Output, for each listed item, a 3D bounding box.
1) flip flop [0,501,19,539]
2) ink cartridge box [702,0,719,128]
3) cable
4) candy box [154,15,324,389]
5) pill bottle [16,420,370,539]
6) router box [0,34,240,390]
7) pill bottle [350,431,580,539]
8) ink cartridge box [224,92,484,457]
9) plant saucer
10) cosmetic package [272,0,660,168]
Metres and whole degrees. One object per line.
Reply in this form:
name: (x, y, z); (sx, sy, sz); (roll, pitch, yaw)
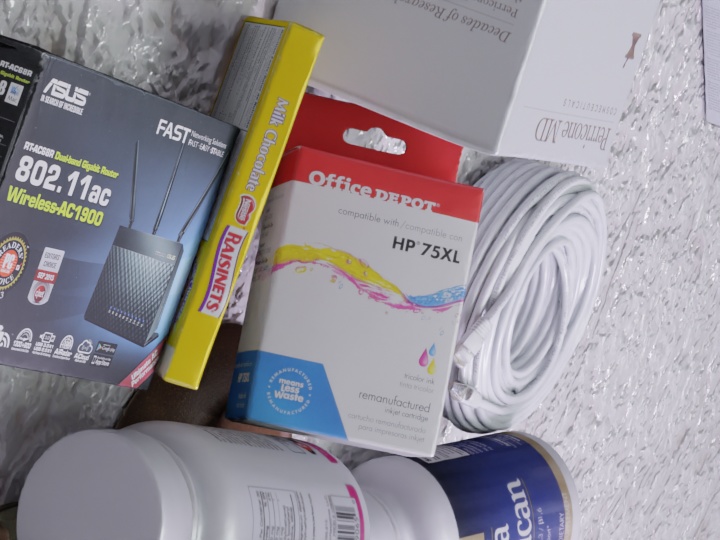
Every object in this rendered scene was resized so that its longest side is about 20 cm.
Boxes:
flip flop: (-0.200, 0.169, 1.254); (0.200, 0.057, 0.081); (-10, 115, -61)
ink cartridge box: (0.347, -0.249, 2.018); (0.197, 0.043, 0.200); (-52, 150, -31)
cable: (0.106, 0.020, 1.725); (0.200, 0.069, 0.200); (-62, 154, -14)
candy box: (-0.075, -0.040, 1.315); (0.026, 0.102, 0.201); (19, 92, -20)
pill bottle: (-0.090, 0.141, 1.318); (0.200, 0.113, 0.114); (16, 95, -58)
router box: (-0.152, -0.027, 1.203); (0.200, 0.062, 0.150); (16, 93, -64)
pill bottle: (0.050, 0.178, 1.663); (0.200, 0.111, 0.111); (-8, 117, -44)
ink cartridge box: (0.000, 0.000, 1.404); (0.067, 0.116, 0.201); (166, -65, -76)
plant saucer: (-0.095, 0.132, 1.459); (0.200, 0.037, 0.201); (-42, 142, -44)
cosmetic package: (0.074, -0.182, 1.405); (0.167, 0.166, 0.201); (1, 109, -63)
